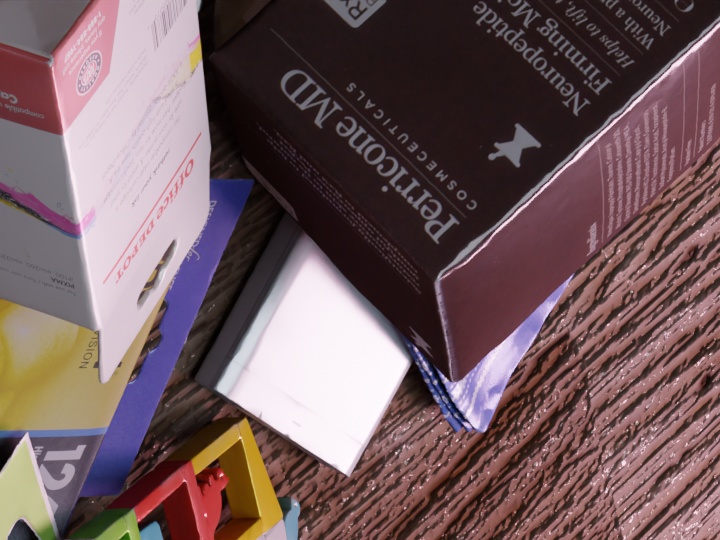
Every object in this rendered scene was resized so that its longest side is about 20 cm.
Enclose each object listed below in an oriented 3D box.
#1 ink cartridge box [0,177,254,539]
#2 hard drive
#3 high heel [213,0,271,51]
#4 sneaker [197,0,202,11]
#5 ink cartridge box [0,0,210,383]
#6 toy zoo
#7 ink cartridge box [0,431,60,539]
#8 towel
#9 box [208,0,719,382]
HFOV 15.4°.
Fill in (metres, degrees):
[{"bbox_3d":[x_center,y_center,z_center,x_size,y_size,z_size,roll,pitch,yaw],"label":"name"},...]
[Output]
[{"bbox_3d":[-0.153,0.044,1.261,0.199,0.047,0.198,2,123,-39],"label":"ink cartridge box"},{"bbox_3d":[0.000,0.000,1.469,0.132,0.026,0.201,37,80,-47],"label":"hard drive"},{"bbox_3d":[0.006,-0.155,1.376,0.201,0.071,0.143,-58,136,-19],"label":"high heel"},{"bbox_3d":[-0.135,-0.099,1.252,0.080,0.074,0.201,10,98,-46],"label":"sneaker"},{"bbox_3d":[-0.119,-0.060,1.115,0.201,0.067,0.117,87,26,-48],"label":"ink cartridge box"},{"bbox_3d":[-0.085,0.163,1.396,0.200,0.020,0.132,-38,119,-57],"label":"toy zoo"},{"bbox_3d":[-0.222,0.183,1.258,0.200,0.075,0.148,-58,154,-34],"label":"ink cartridge box"},{"bbox_3d":[0.073,-0.005,1.508,0.145,0.024,0.200,-57,151,-17],"label":"towel"},{"bbox_3d":[0.059,-0.087,1.324,0.200,0.166,0.164,-43,163,-10],"label":"box"}]
